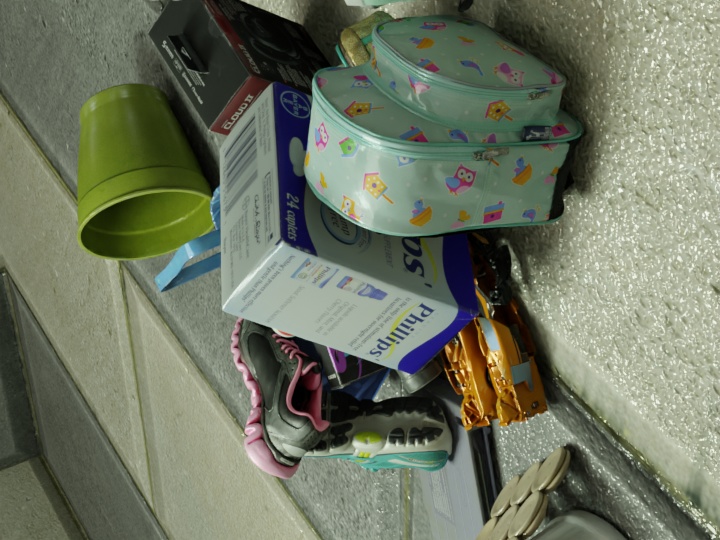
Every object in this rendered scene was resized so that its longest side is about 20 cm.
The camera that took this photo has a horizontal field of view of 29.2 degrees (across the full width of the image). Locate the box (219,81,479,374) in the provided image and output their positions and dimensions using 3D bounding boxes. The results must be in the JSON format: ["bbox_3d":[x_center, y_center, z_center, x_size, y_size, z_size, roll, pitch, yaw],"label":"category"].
[{"bbox_3d":[-0.013,-0.035,1.185,0.105,0.198,0.186,-44,38,38],"label":"box"}]

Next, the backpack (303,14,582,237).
[{"bbox_3d":[0.056,-0.111,1.088,0.176,0.198,0.155,46,143,45],"label":"backpack"}]

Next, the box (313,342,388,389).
[{"bbox_3d":[0.000,0.000,1.369,0.036,0.142,0.202,-27,83,63],"label":"box"}]

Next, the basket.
[{"bbox_3d":[-0.127,-0.037,1.548,0.141,0.198,0.176,69,158,4],"label":"basket"}]

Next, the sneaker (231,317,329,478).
[{"bbox_3d":[-0.072,0.104,1.380,0.095,0.078,0.202,-43,44,32],"label":"sneaker"}]

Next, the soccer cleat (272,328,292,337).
[{"bbox_3d":[-0.090,-0.026,1.408,0.085,0.068,0.203,-28,65,49],"label":"soccer cleat"}]

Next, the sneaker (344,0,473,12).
[{"bbox_3d":[0.053,-0.254,1.151,0.201,0.116,0.075,-69,-23,-70],"label":"sneaker"}]

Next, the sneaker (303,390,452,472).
[{"bbox_3d":[-0.003,0.177,1.416,0.080,0.197,0.078,77,-157,-46],"label":"sneaker"}]

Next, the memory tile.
[{"bbox_3d":[0.125,0.258,1.258,0.017,0.201,0.153,34,150,-2],"label":"memory tile"}]

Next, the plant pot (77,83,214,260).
[{"bbox_3d":[-0.311,-0.147,1.922,0.201,0.198,0.195,120,138,-60],"label":"plant pot"}]

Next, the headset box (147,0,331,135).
[{"bbox_3d":[-0.110,-0.200,1.388,0.077,0.199,0.149,-49,58,23],"label":"headset box"}]

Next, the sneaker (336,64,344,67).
[{"bbox_3d":[0.023,-0.115,1.308,0.201,0.075,0.088,62,-165,-46],"label":"sneaker"}]

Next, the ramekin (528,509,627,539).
[{"bbox_3d":[0.196,0.328,1.252,0.202,0.093,0.204,46,146,44],"label":"ramekin"}]

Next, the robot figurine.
[{"bbox_3d":[0.104,0.044,1.279,0.145,0.058,0.202,-22,87,64],"label":"robot figurine"}]

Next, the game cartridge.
[{"bbox_3d":[0.101,0.211,1.451,0.129,0.038,0.203,31,135,62],"label":"game cartridge"}]

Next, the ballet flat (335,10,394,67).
[{"bbox_3d":[0.031,-0.191,1.225,0.200,0.070,0.072,-9,-102,-78],"label":"ballet flat"}]

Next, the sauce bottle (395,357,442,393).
[{"bbox_3d":[0.009,0.021,1.310,0.201,0.066,0.066,54,156,-2],"label":"sauce bottle"}]

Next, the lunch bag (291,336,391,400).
[{"bbox_3d":[-0.031,0.072,1.504,0.137,0.131,0.201,58,141,27],"label":"lunch bag"}]
